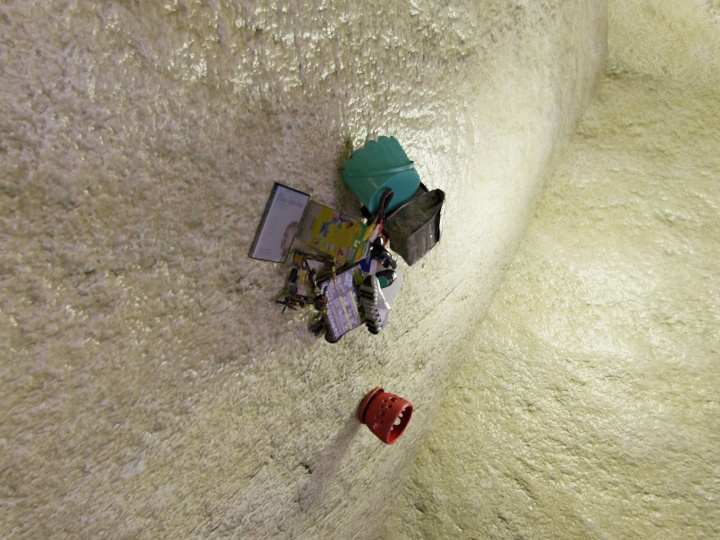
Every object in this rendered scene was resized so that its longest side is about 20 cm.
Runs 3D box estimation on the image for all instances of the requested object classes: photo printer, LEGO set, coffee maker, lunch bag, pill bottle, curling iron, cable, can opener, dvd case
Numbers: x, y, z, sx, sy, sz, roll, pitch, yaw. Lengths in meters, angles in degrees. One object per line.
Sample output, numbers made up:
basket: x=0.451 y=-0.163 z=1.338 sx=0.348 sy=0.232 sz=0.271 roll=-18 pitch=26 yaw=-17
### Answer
photo printer: x=0.088 y=0.057 z=2.049 sx=0.167 sy=0.069 sz=0.200 roll=-59 pitch=157 yaw=-11
LEGO set: x=-0.142 y=0.044 z=1.550 sx=0.116 sy=0.153 sz=0.201 roll=-86 pitch=-163 yaw=-63
coffee maker: x=0.103 y=-0.221 z=1.784 sx=0.200 sy=0.192 sz=0.135 roll=-43 pitch=131 yaw=2
lunch bag: x=0.186 y=-0.136 z=1.684 sx=0.200 sy=0.118 sz=0.164 roll=-39 pitch=153 yaw=-15
pill bottle: x=-0.044 y=-0.081 z=1.672 sx=0.200 sy=0.111 sz=0.112 roll=5 pitch=108 yaw=-61
curling iron: x=-0.103 y=0.138 z=1.845 sx=0.200 sy=0.025 sz=0.050 roll=-54 pitch=172 yaw=-30
cable: x=0.062 y=-0.153 z=1.589 sx=0.097 sy=0.050 sz=0.200 roll=-20 pitch=156 yaw=-42
can opener: x=0.082 y=-0.040 z=1.770 sx=0.079 sy=0.063 sz=0.200 roll=-67 pitch=155 yaw=-12
dvd case: x=-0.208 y=-0.118 z=1.457 sx=0.142 sy=0.017 sz=0.201 roll=10 pitch=103 yaw=-61

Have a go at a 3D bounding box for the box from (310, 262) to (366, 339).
box: x=-0.051 y=0.092 z=1.747 sx=0.160 sy=0.044 sz=0.201 roll=-28 pitch=117 yaw=-18

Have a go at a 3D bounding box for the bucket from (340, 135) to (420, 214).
bucket: x=0.063 y=-0.268 z=1.601 sx=0.207 sy=0.135 sz=0.207 roll=-29 pitch=158 yaw=-13

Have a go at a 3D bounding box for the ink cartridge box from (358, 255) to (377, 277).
ink cartridge box: x=0.000 y=0.000 z=1.821 sx=0.044 sy=0.094 sz=0.201 roll=-17 pitch=122 yaw=-55

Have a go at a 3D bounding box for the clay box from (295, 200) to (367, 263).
clay box: x=-0.070 y=-0.101 z=1.515 sx=0.048 sy=0.199 sz=0.115 roll=10 pitch=104 yaw=-62

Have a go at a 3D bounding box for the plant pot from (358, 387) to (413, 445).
plant pot: x=0.101 y=0.620 z=2.416 sx=0.200 sy=0.182 sz=0.201 roll=-41 pitch=144 yaw=-39

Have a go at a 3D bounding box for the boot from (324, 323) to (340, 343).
boot: x=-0.044 y=0.151 z=1.872 sx=0.200 sy=0.070 sz=0.132 roll=-51 pitch=166 yaw=-28

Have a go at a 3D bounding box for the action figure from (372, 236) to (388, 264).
action figure: x=0.041 y=-0.048 z=1.880 sx=0.200 sy=0.065 sz=0.052 roll=113 pitch=-13 yaw=-46

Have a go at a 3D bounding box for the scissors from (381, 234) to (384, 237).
scissors: x=0.068 y=-0.070 z=1.986 sx=0.201 sy=0.014 sz=0.073 roll=-63 pitch=155 yaw=-1

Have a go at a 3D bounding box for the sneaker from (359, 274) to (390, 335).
sneaker: x=0.050 y=0.098 z=1.743 sx=0.081 sy=0.075 sz=0.201 roll=-25 pitch=122 yaw=-32

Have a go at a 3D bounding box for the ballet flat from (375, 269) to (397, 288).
ballet flat: x=0.054 y=0.035 z=1.879 sx=0.073 sy=0.200 sz=0.074 roll=9 pitch=72 yaw=-32
